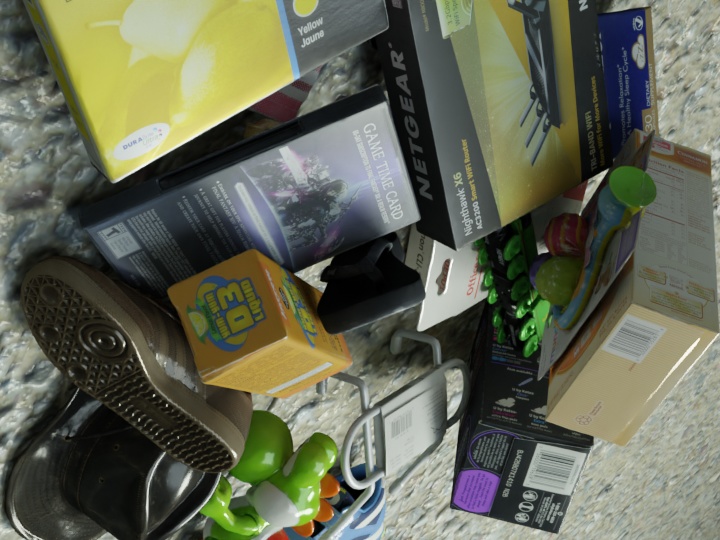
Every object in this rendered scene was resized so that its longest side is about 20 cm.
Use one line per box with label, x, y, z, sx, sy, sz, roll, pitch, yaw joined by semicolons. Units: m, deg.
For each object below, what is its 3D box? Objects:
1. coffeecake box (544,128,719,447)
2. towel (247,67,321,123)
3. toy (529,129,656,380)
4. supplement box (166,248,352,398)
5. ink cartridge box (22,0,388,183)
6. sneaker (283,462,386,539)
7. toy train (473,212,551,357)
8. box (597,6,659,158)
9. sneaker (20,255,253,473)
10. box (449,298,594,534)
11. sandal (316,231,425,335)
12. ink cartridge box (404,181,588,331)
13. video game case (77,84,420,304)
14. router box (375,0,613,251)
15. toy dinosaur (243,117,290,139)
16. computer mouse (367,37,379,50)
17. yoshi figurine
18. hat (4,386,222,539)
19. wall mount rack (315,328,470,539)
coffeecake box;0.217;0.012;0.937;0.154;0.073;0.200;114;-7;-45
towel;-0.039;-0.189;0.704;0.146;0.030;0.200;11;114;-55
toy;0.164;-0.013;0.901;0.200;0.047;0.116;117;-8;-55
supplement box;-0.063;0.042;0.799;0.069;0.067;0.200;-25;168;8
ink cartridge box;-0.084;-0.175;0.610;0.197;0.047;0.200;-32;138;-19
sneaker;-0.049;0.244;1.102;0.200;0.074;0.083;-26;139;-45
toy train;0.133;0.006;0.985;0.056;0.042;0.200;-51;150;-20
box;0.172;-0.145;0.952;0.199;0.032;0.122;-16;105;-36
sneaker;-0.144;0.051;0.774;0.200;0.070;0.076;54;33;-32
box;0.154;0.128;1.106;0.200;0.106;0.123;-77;180;-52
sandal;-0.001;0.000;0.847;0.076;0.200;0.043;-22;104;1
ink cartridge box;0.106;-0.042;1.001;0.200;0.067;0.117;-28;141;-34
video game case;-0.064;-0.036;0.762;0.199;0.019;0.143;-24;149;-1
router box;0.097;-0.137;0.829;0.157;0.052;0.201;-28;123;-22
toy dinosaur;-0.059;-0.052;0.813;0.101;0.058;0.200;-10;147;-22
computer mouse;0.083;-0.201;0.841;0.200;0.034;0.059;-31;144;-27
yoshi figurine;-0.101;0.190;0.974;0.112;0.113;0.200;25;118;-29
hat;-0.154;0.147;0.857;0.200;0.081;0.201;-33;145;-27
wall mount rack;0.021;0.153;1.040;0.200;0.074;0.175;-24;117;-50
